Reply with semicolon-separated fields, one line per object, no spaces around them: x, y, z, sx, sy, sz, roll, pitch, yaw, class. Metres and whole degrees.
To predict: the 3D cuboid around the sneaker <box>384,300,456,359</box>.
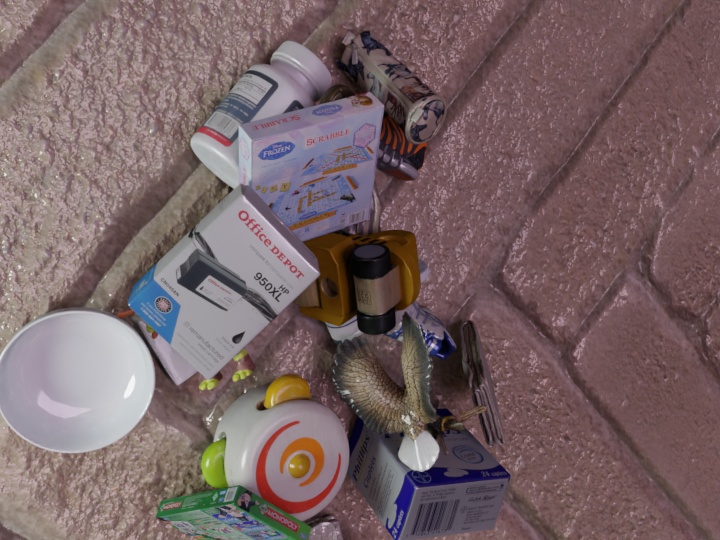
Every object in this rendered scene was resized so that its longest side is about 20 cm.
0.090;0.090;1.358;0.075;0.088;0.199;-53;148;12;sneaker

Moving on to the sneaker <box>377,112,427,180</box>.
0.028;-0.228;1.337;0.199;0.077;0.113;28;78;-39;sneaker

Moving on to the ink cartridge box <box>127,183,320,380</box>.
-0.169;0.012;1.093;0.200;0.084;0.145;-43;106;5;ink cartridge box

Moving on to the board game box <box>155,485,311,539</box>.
-0.182;0.356;1.226;0.134;0.199;0.029;38;50;-28;board game box

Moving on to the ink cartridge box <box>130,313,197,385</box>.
-0.215;0.061;1.246;0.199;0.050;0.110;-36;112;-22;ink cartridge box

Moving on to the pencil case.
0.047;-0.269;1.266;0.089;0.200;0.078;9;125;-51;pencil case

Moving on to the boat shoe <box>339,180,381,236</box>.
-0.010;-0.079;1.328;0.073;0.074;0.202;-12;95;-19;boat shoe

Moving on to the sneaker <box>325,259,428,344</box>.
0.025;0.047;1.380;0.199;0.073;0.071;-28;132;-22;sneaker

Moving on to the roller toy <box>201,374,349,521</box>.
-0.113;0.269;1.281;0.182;0.139;0.201;43;75;-28;roller toy

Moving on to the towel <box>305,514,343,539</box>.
-0.109;0.485;1.376;0.199;0.034;0.134;-22;107;-25;towel

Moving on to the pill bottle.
-0.132;-0.216;1.213;0.120;0.119;0.201;44;75;-27;pill bottle

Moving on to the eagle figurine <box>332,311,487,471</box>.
0.065;0.179;1.286;0.152;0.151;0.200;-45;117;-11;eagle figurine

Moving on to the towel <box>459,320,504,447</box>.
0.196;0.184;1.420;0.034;0.200;0.133;-15;113;9;towel

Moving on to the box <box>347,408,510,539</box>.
0.100;0.315;1.367;0.183;0.200;0.106;3;112;-30;box

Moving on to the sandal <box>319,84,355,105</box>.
-0.050;-0.188;1.237;0.082;0.054;0.201;-42;156;-27;sandal

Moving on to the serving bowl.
-0.374;0.136;1.145;0.198;0.066;0.202;-5;109;-16;serving bowl

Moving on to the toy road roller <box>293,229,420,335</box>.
0.000;0.000;1.272;0.146;0.199;0.124;-34;127;-45;toy road roller

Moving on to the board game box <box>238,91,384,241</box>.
-0.070;-0.129;1.180;0.199;0.041;0.201;-19;139;-27;board game box

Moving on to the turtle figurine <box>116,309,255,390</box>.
-0.217;0.078;1.182;0.198;0.064;0.163;-19;106;-4;turtle figurine
